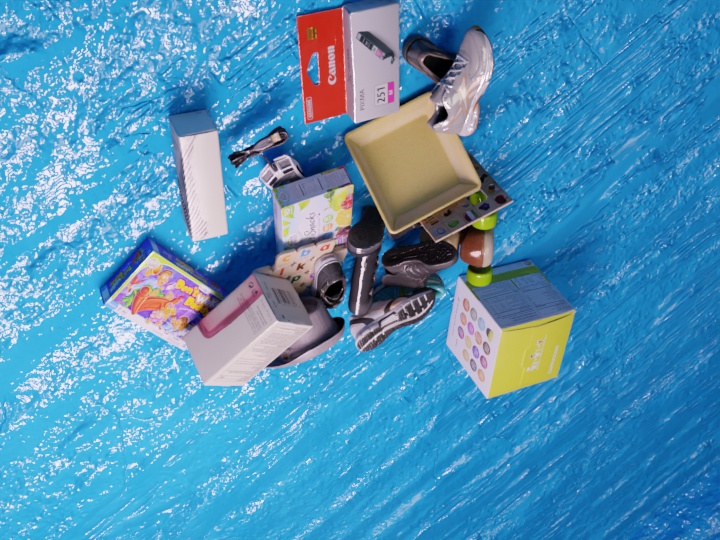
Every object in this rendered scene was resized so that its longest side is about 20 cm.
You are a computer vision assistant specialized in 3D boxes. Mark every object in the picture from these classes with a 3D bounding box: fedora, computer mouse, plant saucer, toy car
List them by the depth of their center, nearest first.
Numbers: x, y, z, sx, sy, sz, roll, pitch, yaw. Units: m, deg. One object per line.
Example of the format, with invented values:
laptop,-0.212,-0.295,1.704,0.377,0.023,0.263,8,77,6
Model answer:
computer mouse,-0.145,-0.173,1.472,0.108,0.044,0.200,-33,146,3
plant saucer,0.094,-0.197,1.544,0.197,0.048,0.203,-27,88,-7
fedora,-0.126,0.112,1.650,0.176,0.198,0.092,-37,108,-37
toy car,0.176,-0.076,1.713,0.194,0.159,0.168,2,125,5

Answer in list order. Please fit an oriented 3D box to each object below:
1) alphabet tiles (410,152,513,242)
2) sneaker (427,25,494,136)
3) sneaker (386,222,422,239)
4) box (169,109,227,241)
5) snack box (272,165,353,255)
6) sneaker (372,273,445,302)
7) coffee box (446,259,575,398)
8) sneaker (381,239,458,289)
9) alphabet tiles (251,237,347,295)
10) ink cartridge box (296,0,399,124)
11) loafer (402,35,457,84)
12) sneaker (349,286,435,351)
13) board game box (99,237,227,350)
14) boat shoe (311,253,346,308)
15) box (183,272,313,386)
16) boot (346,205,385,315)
alphabet tiles,0.167,-0.150,1.573,0.164,0.201,0.008,-27,137,-7
sneaker,0.169,-0.323,1.453,0.090,0.076,0.204,-8,128,-22
sneaker,0.137,-0.127,1.619,0.200,0.087,0.076,-45,149,-11
box,-0.270,-0.157,1.402,0.067,0.083,0.204,-14,128,-18
snack box,-0.087,-0.092,1.535,0.139,0.054,0.202,-19,150,-14
sneaker,0.089,0.063,1.774,0.197,0.080,0.078,-28,134,-7
coffee box,0.334,0.129,1.883,0.196,0.199,0.203,-12,129,-21
sneaker,0.119,-0.006,1.678,0.196,0.061,0.104,-5,149,29
alphabet tiles,-0.122,0.004,1.592,0.196,0.015,0.197,-16,156,-24
ink cartridge box,-0.017,-0.350,1.427,0.170,0.044,0.204,-18,131,-19
loafer,0.161,-0.358,1.508,0.197,0.063,0.073,14,116,-36
sneaker,0.062,0.081,1.712,0.197,0.080,0.075,-28,138,-8
board game box,-0.355,0.047,1.531,0.134,0.045,0.199,-45,133,8
boat shoe,-0.059,0.037,1.639,0.067,0.057,0.201,-23,157,-10
box,-0.208,0.112,1.547,0.199,0.110,0.127,-39,157,19
boot,0.000,0.000,1.634,0.064,0.165,0.204,20,123,9
